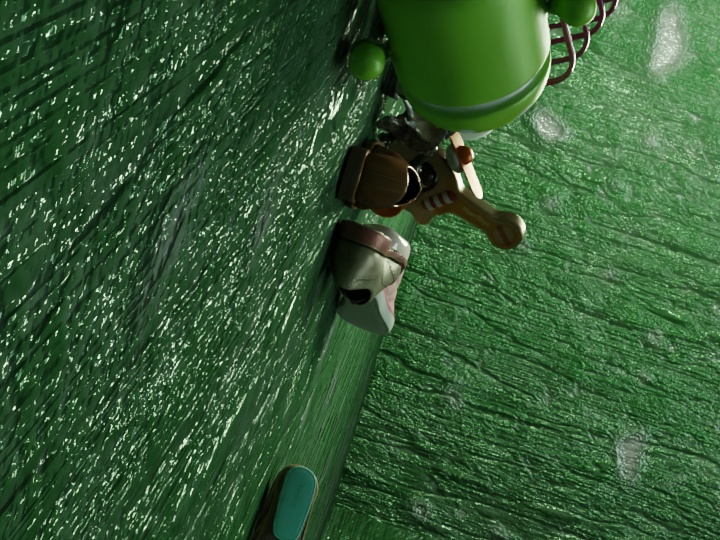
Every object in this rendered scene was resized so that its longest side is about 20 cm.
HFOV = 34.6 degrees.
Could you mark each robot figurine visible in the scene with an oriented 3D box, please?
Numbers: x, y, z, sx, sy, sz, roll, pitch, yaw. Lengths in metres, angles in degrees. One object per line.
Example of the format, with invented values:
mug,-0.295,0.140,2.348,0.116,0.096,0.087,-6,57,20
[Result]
robot figurine,0.073,-0.182,0.819,0.200,0.174,0.116,69,7,-50

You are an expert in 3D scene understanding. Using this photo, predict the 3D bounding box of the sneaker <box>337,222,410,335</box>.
sneaker,0.021,0.008,1.427,0.200,0.075,0.105,85,28,-69

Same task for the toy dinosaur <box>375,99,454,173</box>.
toy dinosaur,0.084,-0.167,1.254,0.102,0.077,0.200,-32,-174,48

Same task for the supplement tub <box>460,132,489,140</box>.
supplement tub,0.176,-0.291,1.860,0.200,0.131,0.133,-59,166,-70

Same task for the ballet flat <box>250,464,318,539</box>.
ballet flat,-0.101,0.311,1.283,0.072,0.068,0.201,-44,-155,54

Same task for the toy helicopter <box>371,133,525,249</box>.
toy helicopter,0.114,-0.095,1.368,0.132,0.199,0.079,-53,-172,38

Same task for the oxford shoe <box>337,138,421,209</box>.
oxford shoe,0.025,-0.086,1.136,0.200,0.071,0.072,-59,165,-79

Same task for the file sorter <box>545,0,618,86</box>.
file sorter,0.135,-0.245,0.966,0.200,0.125,0.140,-53,131,-48

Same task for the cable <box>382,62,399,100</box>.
cable,0.075,-0.267,1.152,0.097,0.050,0.201,96,12,-82

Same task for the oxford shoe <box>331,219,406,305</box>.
oxford shoe,0.000,0.000,1.230,0.200,0.070,0.075,40,71,-75

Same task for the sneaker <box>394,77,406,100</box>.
sneaker,0.064,-0.247,1.048,0.074,0.079,0.201,19,72,-51
